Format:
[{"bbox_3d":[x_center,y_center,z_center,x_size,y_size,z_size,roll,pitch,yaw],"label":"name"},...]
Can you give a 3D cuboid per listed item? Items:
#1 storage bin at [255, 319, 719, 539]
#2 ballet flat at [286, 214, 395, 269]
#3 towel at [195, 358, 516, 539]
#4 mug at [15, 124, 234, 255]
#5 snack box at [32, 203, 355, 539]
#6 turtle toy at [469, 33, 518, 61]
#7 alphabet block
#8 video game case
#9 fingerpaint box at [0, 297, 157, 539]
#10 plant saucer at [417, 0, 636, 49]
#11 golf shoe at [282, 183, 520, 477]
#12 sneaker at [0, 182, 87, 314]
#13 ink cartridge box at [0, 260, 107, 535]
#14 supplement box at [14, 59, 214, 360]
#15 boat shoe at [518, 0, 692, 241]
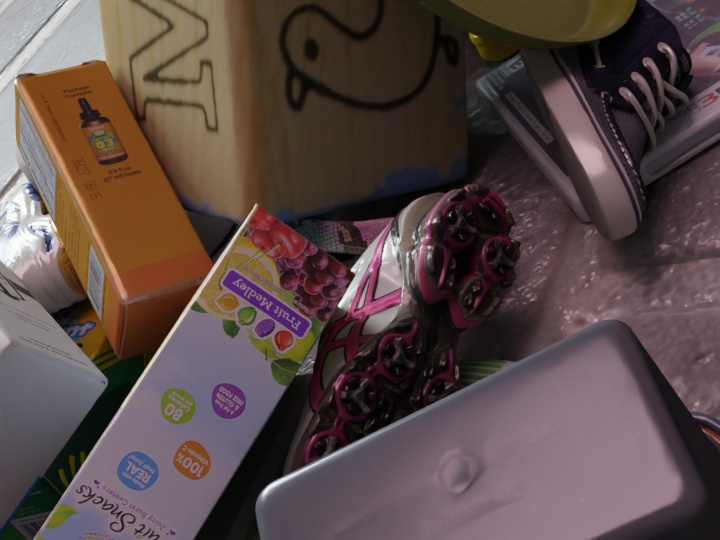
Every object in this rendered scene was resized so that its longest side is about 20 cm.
[{"bbox_3d":[0.061,0.120,0.436,0.198,0.135,0.147,-28,47,12],"label":"storage bin"},{"bbox_3d":[0.000,0.000,0.740,0.198,0.069,0.072,0,65,42],"label":"ballet flat"},{"bbox_3d":[0.002,0.111,0.626,0.198,0.023,0.154,-10,40,36],"label":"towel"},{"bbox_3d":[-0.205,-0.085,0.944,0.149,0.154,0.186,-44,33,-14],"label":"mug"},{"bbox_3d":[-0.093,0.085,0.606,0.201,0.067,0.169,-57,3,-19],"label":"snack box"},{"bbox_3d":[0.136,-0.242,0.839,0.199,0.147,0.101,-33,28,2],"label":"turtle toy"},{"bbox_3d":[-0.055,-0.156,0.795,0.193,0.203,0.195,-17,20,-37],"label":"alphabet block"},{"bbox_3d":[0.185,-0.132,0.772,0.180,0.023,0.201,-32,32,5],"label":"video game case"},{"bbox_3d":[-0.242,0.111,0.796,0.198,0.074,0.168,-16,36,26],"label":"fingerpaint box"},{"bbox_3d":[0.074,-0.201,0.694,0.031,0.198,0.201,-55,10,47],"label":"plant saucer"},{"bbox_3d":[0.012,0.046,0.618,0.092,0.073,0.201,-12,40,53],"label":"golf shoe"},{"bbox_3d":[-0.258,-0.008,0.850,0.087,0.076,0.200,-31,19,-14],"label":"sneaker"},{"bbox_3d":[-0.266,0.061,0.700,0.199,0.084,0.147,36,92,37],"label":"ink cartridge box"},{"bbox_3d":[-0.164,-0.045,0.759,0.066,0.069,0.201,-16,61,-26],"label":"supplement box"},{"bbox_3d":[0.154,-0.098,0.671,0.092,0.075,0.201,-21,36,9],"label":"boat shoe"}]
